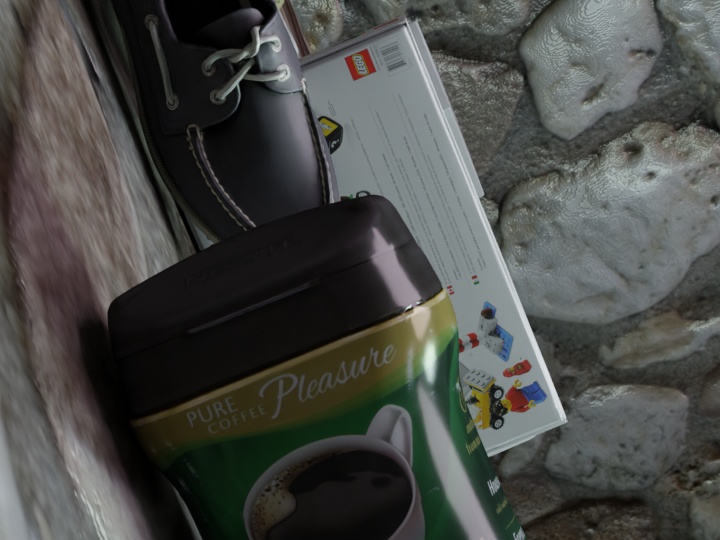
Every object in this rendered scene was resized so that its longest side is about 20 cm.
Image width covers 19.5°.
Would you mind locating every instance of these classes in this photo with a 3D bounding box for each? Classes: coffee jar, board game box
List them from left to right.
[{"bbox_3d":[0.000,0.000,0.958,0.035,0.126,0.201,-95,163,-78],"label":"board game box"},{"bbox_3d":[0.001,0.082,0.635,0.085,0.104,0.201,-45,113,-85],"label":"coffee jar"}]

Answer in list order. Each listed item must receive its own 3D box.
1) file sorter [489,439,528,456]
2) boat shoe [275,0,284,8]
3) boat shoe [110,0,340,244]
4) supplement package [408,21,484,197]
[{"bbox_3d":[0.032,0.033,1.300,0.200,0.124,0.139,63,6,-61],"label":"file sorter"},{"bbox_3d":[-0.057,-0.160,1.027,0.073,0.063,0.200,29,17,-16],"label":"boat shoe"},{"bbox_3d":[-0.063,-0.091,0.889,0.063,0.072,0.201,121,-54,-73],"label":"boat shoe"},{"bbox_3d":[0.045,-0.175,2.639,0.200,0.151,0.151,63,6,-55],"label":"supplement package"}]
